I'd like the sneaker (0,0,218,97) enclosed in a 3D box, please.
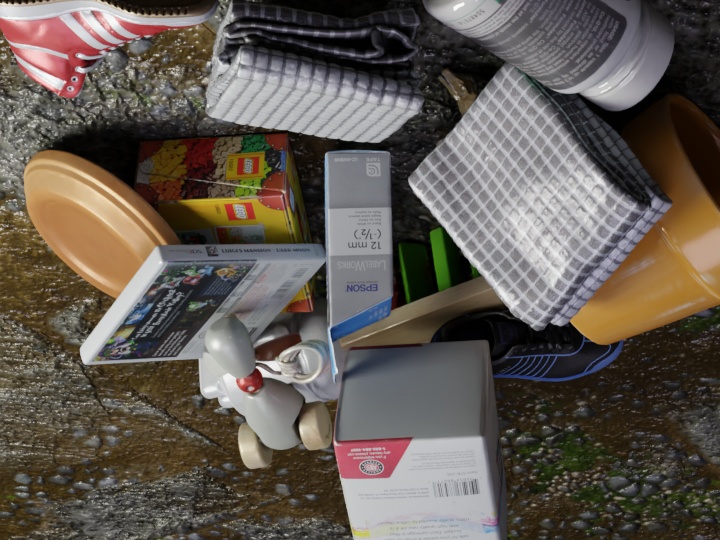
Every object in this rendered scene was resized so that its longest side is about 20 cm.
[{"bbox_3d":[-0.214,-0.207,1.440,0.200,0.071,0.113,4,141,10],"label":"sneaker"}]

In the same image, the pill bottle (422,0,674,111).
[{"bbox_3d":[0.158,-0.216,1.381,0.200,0.113,0.113,27,137,-30],"label":"pill bottle"}]

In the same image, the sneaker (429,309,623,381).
[{"bbox_3d":[0.169,0.072,1.673,0.200,0.070,0.078,-7,164,-2],"label":"sneaker"}]

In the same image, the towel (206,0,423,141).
[{"bbox_3d":[-0.042,-0.172,1.413,0.165,0.086,0.200,9,173,-10],"label":"towel"}]

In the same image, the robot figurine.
[{"bbox_3d":[-0.077,0.095,1.818,0.200,0.113,0.170,-15,158,22],"label":"robot figurine"}]

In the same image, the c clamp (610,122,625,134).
[{"bbox_3d":[0.209,-0.066,1.619,0.171,0.027,0.200,9,129,-40],"label":"c clamp"}]

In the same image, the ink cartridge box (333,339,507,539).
[{"bbox_3d":[0.064,0.191,1.635,0.145,0.145,0.200,-4,126,8],"label":"ink cartridge box"}]

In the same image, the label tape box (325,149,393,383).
[{"bbox_3d":[0.000,0.000,1.552,0.066,0.200,0.143,-3,172,0],"label":"label tape box"}]

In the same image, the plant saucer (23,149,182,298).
[{"bbox_3d":[-0.253,-0.033,1.626,0.200,0.037,0.200,29,152,17],"label":"plant saucer"}]

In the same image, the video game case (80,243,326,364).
[{"bbox_3d":[-0.155,0.033,1.628,0.182,0.023,0.200,-1,150,-35],"label":"video game case"}]

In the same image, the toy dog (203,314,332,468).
[{"bbox_3d":[-0.094,0.108,1.688,0.132,0.096,0.200,0,132,-1],"label":"toy dog"}]

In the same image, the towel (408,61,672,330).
[{"bbox_3d":[0.150,-0.071,1.459,0.086,0.200,0.166,-8,142,-49],"label":"towel"}]

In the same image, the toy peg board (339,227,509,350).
[{"bbox_3d":[0.107,0.028,1.759,0.200,0.098,0.199,-21,154,28],"label":"toy peg board"}]

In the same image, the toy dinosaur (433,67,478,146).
[{"bbox_3d":[0.140,-0.116,1.568,0.200,0.058,0.101,25,137,-29],"label":"toy dinosaur"}]

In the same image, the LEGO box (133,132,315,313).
[{"bbox_3d":[-0.131,-0.041,1.662,0.149,0.077,0.200,-3,144,5],"label":"LEGO box"}]

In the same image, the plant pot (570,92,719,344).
[{"bbox_3d":[0.267,-0.030,1.534,0.183,0.200,0.200,-35,132,24],"label":"plant pot"}]
